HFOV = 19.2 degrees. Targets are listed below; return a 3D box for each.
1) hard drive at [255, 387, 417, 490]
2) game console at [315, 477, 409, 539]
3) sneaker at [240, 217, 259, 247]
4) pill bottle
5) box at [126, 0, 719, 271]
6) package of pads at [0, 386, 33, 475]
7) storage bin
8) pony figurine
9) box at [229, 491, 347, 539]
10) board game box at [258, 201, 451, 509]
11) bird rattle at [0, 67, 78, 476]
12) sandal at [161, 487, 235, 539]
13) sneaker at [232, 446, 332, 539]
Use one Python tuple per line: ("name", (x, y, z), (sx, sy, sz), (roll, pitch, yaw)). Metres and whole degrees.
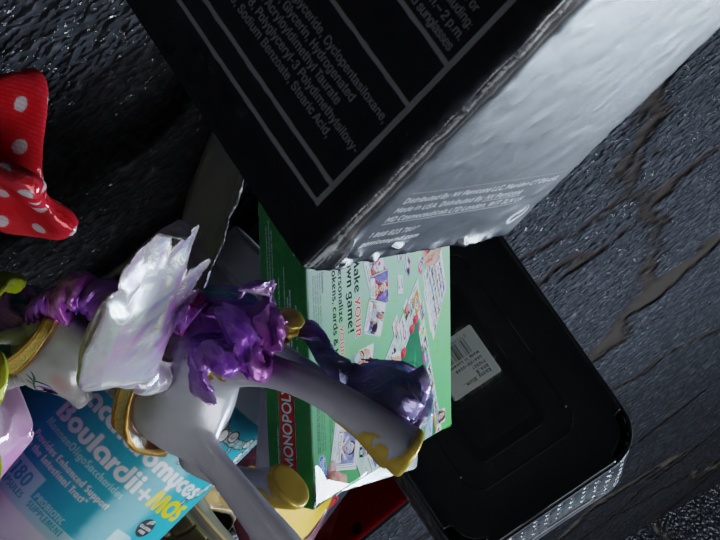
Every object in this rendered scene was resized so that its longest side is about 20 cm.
("hard drive", (-0.005, 0.011, 1.093), (0.026, 0.202, 0.132), (8, -171, 31))
("game console", (-0.006, 0.153, 1.579), (0.200, 0.119, 0.172), (-41, 163, 22))
("sneaker", (-0.057, 0.033, 1.201), (0.075, 0.079, 0.200), (-16, 154, -49))
("pill bottle", (-0.112, 0.071, 1.112), (0.200, 0.111, 0.111), (-45, 164, 1))
("box", (0.025, -0.142, 0.635), (0.198, 0.201, 0.123), (-44, 161, 32))
("package of pads", (-0.260, 0.100, 0.983), (0.199, 0.076, 0.121), (-18, 159, -46))
("storage bin", (0.067, 0.074, 1.342), (0.135, 0.201, 0.094), (-33, 165, -6))
("pony figurine", (-0.068, 0.035, 0.941), (0.193, 0.199, 0.167), (-55, -176, 35))
("box", (-0.119, 0.157, 1.384), (0.199, 0.104, 0.182), (-25, 163, -30))
("board game box", (0.000, 0.000, 1.045), (0.029, 0.202, 0.134), (8, -162, 31))
("bird rattle", (-0.193, 0.009, 0.828), (0.162, 0.113, 0.200), (-11, 154, -18))
("sandal", (-0.110, 0.134, 1.230), (0.080, 0.201, 0.054), (-17, -152, 37))
("sneaker", (-0.026, 0.091, 1.248), (0.074, 0.090, 0.202), (-4, 111, -36))
